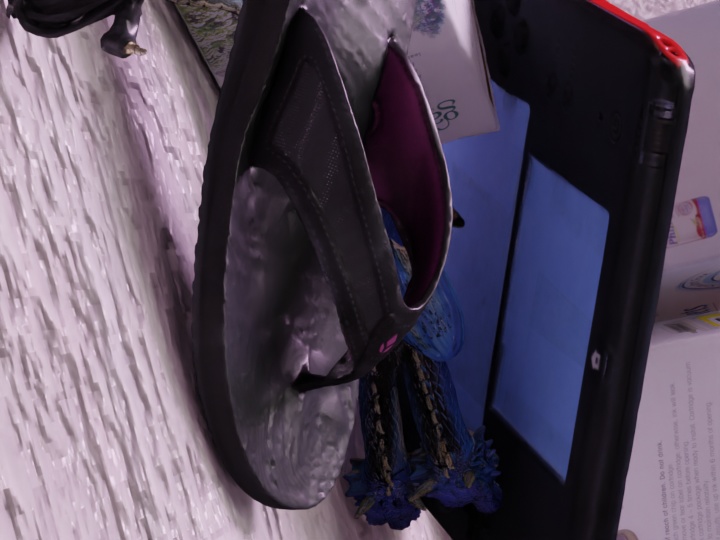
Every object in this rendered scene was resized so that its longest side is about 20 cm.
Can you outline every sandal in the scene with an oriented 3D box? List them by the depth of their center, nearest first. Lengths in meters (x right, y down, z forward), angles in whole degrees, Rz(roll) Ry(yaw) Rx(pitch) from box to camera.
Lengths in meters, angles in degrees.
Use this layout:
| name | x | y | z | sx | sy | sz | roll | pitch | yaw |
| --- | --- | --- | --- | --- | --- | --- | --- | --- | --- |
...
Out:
| name | x | y | z | sx | sy | sz | roll | pitch | yaw |
| --- | --- | --- | --- | --- | --- | --- | --- | --- | --- |
| sandal | -0.004 | -0.034 | 0.674 | 0.075 | 0.048 | 0.201 | 5 | 93 | -58 |

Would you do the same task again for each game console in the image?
| name | x | y | z | sx | sy | sz | roll | pitch | yaw |
| --- | --- | --- | --- | --- | --- | --- | --- | --- | --- |
| game console | 0.055 | 0.003 | 0.842 | 0.177 | 0.031 | 0.201 | -127 | -138 | -68 |

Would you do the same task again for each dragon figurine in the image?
| name | x | y | z | sx | sy | sz | roll | pitch | yaw |
| --- | --- | --- | --- | --- | --- | --- | --- | --- | --- |
| dragon figurine | 0.000 | 0.000 | 0.784 | 0.200 | 0.059 | 0.100 | 67 | 12 | -47 |

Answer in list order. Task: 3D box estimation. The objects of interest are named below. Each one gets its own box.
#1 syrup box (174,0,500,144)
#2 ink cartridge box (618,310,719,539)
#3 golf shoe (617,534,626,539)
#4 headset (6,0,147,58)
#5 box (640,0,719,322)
| name | x | y | z | sx | sy | sz | roll | pitch | yaw |
| --- | --- | --- | --- | --- | --- | --- | --- | --- | --- |
| syrup box | -0.022 | -0.117 | 0.781 | 0.200 | 0.078 | 0.082 | 61 | 16 | -54 |
| ink cartridge box | 0.166 | 0.113 | 1.029 | 0.047 | 0.199 | 0.198 | -149 | -128 | -71 |
| golf shoe | 0.108 | 0.098 | 1.085 | 0.200 | 0.078 | 0.098 | -32 | 123 | -44 |
| headset | -0.085 | -0.103 | 0.498 | 0.200 | 0.094 | 0.124 | 32 | 46 | -54 |
| box | 0.116 | -0.032 | 1.077 | 0.184 | 0.199 | 0.105 | 34 | 42 | -75 |
